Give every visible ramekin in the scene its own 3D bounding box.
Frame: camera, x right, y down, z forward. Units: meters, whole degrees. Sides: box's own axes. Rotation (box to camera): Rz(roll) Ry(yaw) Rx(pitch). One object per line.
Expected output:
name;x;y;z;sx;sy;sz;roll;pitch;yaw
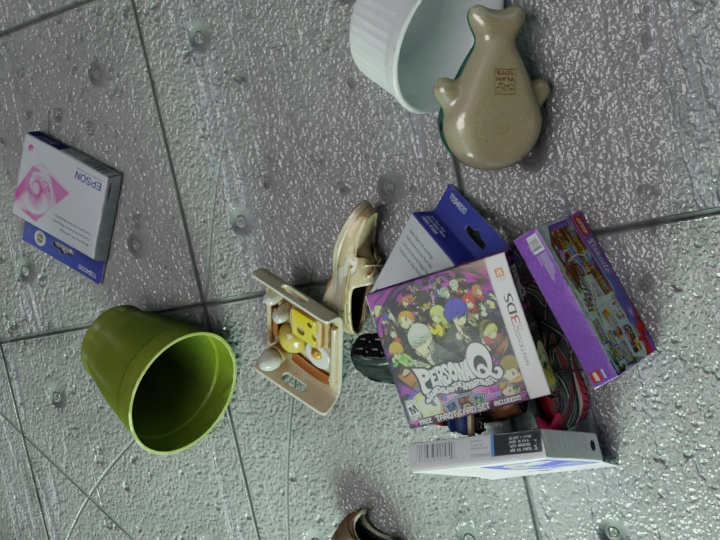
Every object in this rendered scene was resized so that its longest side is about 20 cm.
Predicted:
ramekin;0.078;-0.305;1.599;0.097;0.200;0.202;34;118;32

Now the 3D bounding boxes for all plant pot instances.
plant pot;-0.326;0.147;1.990;0.192;0.199;0.202;30;116;39

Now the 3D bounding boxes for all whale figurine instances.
whale figurine;0.157;-0.228;1.608;0.104;0.158;0.202;-150;58;-68

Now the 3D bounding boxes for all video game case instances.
video game case;0.123;0.087;1.592;0.199;0.036;0.183;-17;93;27

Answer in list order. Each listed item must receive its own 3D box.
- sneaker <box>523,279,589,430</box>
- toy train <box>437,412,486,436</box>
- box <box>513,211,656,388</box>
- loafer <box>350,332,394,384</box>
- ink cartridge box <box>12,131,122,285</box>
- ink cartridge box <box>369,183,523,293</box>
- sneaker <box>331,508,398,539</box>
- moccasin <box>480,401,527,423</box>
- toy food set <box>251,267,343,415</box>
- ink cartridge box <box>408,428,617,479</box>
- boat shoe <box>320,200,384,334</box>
sneaker;0.237;0.109;1.653;0.080;0.074;0.202;-19;89;35
toy train;0.116;0.188;1.705;0.200;0.045;0.035;-171;78;-74
box;0.275;0.032;1.571;0.039;0.136;0.201;-33;81;34
loafer;0.083;0.129;1.775;0.199;0.068;0.071;5;142;24
ink cartridge box;-0.487;-0.100;2.119;0.195;0.043;0.202;26;113;27
ink cartridge box;0.103;0.015;1.685;0.201;0.040;0.200;-62;39;21
sneaker;0.040;0.430;1.861;0.200;0.070;0.076;41;119;19
moccasin;0.162;0.097;1.685;0.077;0.074;0.203;-15;81;20
toy food set;-0.098;0.104;1.853;0.143;0.060;0.201;31;142;26
ink cartridge box;0.196;0.235;1.648;0.197;0.199;0.044;-13;72;34
boat shoe;0.000;0.000;1.796;0.069;0.074;0.201;29;125;23
